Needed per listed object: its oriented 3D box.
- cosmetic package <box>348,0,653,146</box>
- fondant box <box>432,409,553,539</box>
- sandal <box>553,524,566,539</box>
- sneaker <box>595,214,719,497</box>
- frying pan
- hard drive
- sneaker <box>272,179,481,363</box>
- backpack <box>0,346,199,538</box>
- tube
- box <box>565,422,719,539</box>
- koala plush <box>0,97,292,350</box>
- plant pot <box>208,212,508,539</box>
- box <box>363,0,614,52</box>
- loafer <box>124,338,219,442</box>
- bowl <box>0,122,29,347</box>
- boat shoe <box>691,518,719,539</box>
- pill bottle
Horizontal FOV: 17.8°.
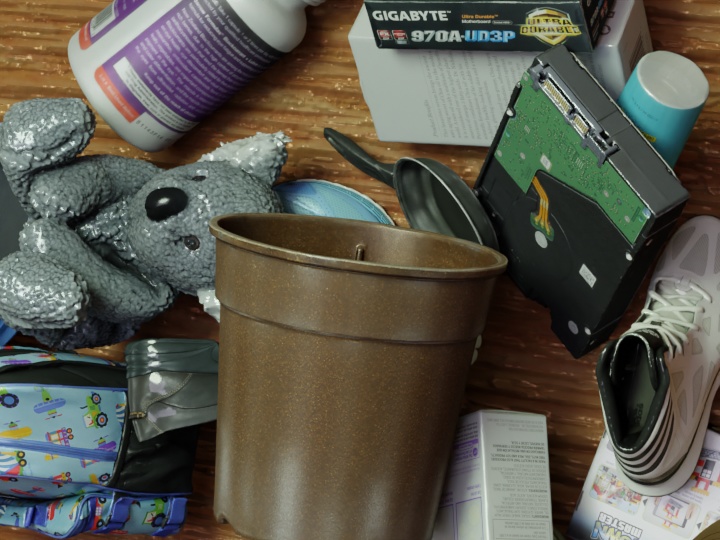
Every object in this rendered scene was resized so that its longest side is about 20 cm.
[{"bbox_3d":[0.102,-0.144,1.611,0.199,0.102,0.072,4,47,23],"label":"cosmetic package"},{"bbox_3d":[0.072,0.208,1.581,0.144,0.058,0.202,-25,63,57],"label":"fondant box"},{"bbox_3d":[0.136,0.231,1.570,0.201,0.057,0.080,35,123,43],"label":"sandal"},{"bbox_3d":[0.211,0.042,1.532,0.075,0.115,0.202,10,71,20],"label":"sneaker"},{"bbox_3d":[0.045,-0.043,1.666,0.031,0.116,0.190,-32,27,-17],"label":"frying pan"},{"bbox_3d":[0.142,-0.044,1.560,0.038,0.200,0.140,-30,70,-24],"label":"hard drive"},{"bbox_3d":[0.000,0.000,1.660,0.200,0.090,0.079,40,102,21],"label":"sneaker"},{"bbox_3d":[-0.237,0.123,1.678,0.182,0.199,0.136,3,88,42],"label":"backpack"},{"bbox_3d":[0.179,-0.064,1.568,0.078,0.050,0.201,49,144,22],"label":"tube"},{"bbox_3d":[0.250,0.170,1.571,0.199,0.035,0.111,23,96,23],"label":"box"},{"bbox_3d":[-0.141,-0.028,1.662,0.198,0.184,0.179,-8,67,17],"label":"koala plush"},{"bbox_3d":[-0.015,0.076,1.526,0.199,0.200,0.200,12,99,23],"label":"plant pot"},{"bbox_3d":[0.108,-0.228,1.588,0.158,0.046,0.201,4,45,24],"label":"box"},{"bbox_3d":[-0.069,0.088,1.639,0.198,0.073,0.073,1,83,-6],"label":"loafer"},{"bbox_3d":[-0.305,-0.015,1.780,0.200,0.039,0.202,-22,56,36],"label":"bowl"},{"bbox_3d":[0.232,0.247,1.532,0.074,0.062,0.201,-107,33,-52],"label":"boat shoe"},{"bbox_3d":[-0.110,-0.187,1.709,0.199,0.111,0.112,-36,74,18],"label":"pill bottle"}]
